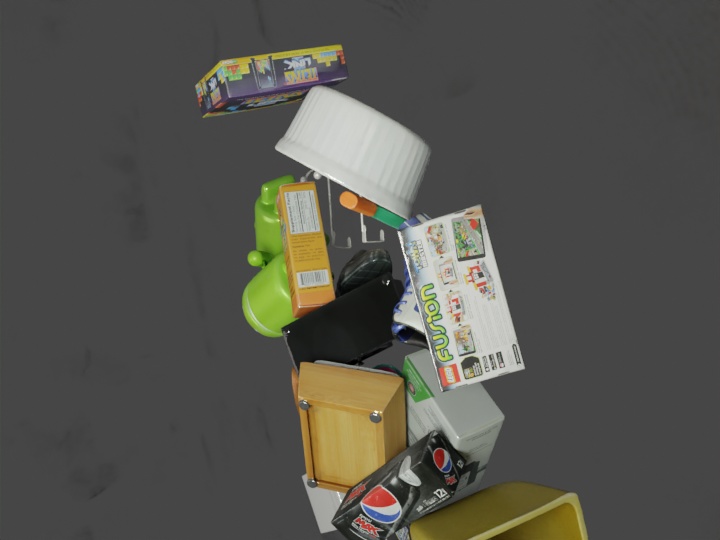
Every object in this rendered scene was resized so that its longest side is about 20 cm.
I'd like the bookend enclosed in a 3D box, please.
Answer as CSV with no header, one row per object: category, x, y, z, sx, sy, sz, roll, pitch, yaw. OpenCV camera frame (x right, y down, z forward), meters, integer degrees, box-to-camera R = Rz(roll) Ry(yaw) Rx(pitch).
bookend,0.012,0.092,1.202,0.199,0.196,0.094,9,-124,-67

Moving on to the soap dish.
soap dish,-0.013,0.234,1.100,0.153,0.082,0.204,7,122,18

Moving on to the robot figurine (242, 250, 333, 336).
robot figurine,-0.131,0.040,1.338,0.199,0.115,0.178,-37,79,44

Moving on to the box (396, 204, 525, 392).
box,0.121,0.033,0.933,0.035,0.107,0.205,-34,-71,-85

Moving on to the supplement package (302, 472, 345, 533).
supplement package,-0.020,0.416,1.469,0.122,0.119,0.200,67,155,14

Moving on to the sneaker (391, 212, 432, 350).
sneaker,0.079,0.030,1.000,0.081,0.113,0.202,87,159,-66

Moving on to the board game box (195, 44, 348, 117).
board game box,-0.140,-0.292,1.191,0.164,0.196,0.058,3,107,65

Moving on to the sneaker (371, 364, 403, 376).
sneaker,0.027,0.204,1.284,0.200,0.082,0.124,-131,39,-56

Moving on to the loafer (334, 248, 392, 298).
loafer,0.000,0.000,1.227,0.200,0.071,0.074,135,140,-62

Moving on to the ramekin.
ramekin,-0.003,-0.154,0.987,0.200,0.198,0.099,34,98,55

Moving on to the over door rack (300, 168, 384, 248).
over door rack,-0.039,-0.132,1.233,0.147,0.065,0.205,-3,102,66

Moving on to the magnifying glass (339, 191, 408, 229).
magnifying glass,0.018,-0.080,1.036,0.079,0.199,0.023,29,95,19

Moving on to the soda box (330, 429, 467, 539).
soda box,0.048,0.296,1.017,0.063,0.071,0.200,43,125,-3

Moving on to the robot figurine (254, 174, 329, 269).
robot figurine,-0.138,-0.072,1.427,0.174,0.114,0.204,35,137,37

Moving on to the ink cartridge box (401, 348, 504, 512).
ink cartridge box,0.116,0.228,1.100,0.148,0.081,0.203,55,150,37

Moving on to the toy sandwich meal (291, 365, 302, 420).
toy sandwich meal,-0.063,0.189,1.370,0.205,0.068,0.211,-5,-90,-78

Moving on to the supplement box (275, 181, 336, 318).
supplement box,-0.088,-0.033,1.214,0.067,0.067,0.205,125,139,-67

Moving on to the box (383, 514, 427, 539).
box,0.101,0.518,1.362,0.161,0.043,0.203,55,150,36

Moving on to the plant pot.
plant pot,0.165,0.381,0.978,0.199,0.191,0.199,-179,74,-71
